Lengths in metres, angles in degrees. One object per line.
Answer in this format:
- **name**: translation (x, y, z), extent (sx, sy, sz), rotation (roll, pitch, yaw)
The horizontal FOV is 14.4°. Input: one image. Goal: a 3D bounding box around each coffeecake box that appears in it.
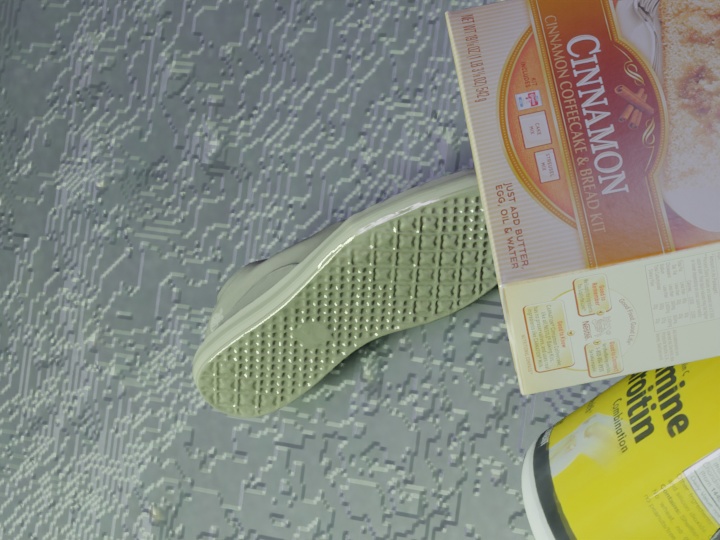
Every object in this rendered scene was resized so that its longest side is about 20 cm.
- **coffeecake box**: translation (0.146, -0.048, 1.140), extent (0.199, 0.073, 0.154), rotation (-12, 49, 3)

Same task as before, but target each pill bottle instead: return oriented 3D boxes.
- **pill bottle**: translation (0.174, 0.070, 1.198), extent (0.200, 0.112, 0.112), rotation (-36, 67, 25)

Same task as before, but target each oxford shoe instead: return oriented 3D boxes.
- **oxford shoe**: translation (0.000, 0.000, 1.353), extent (0.200, 0.075, 0.058), rotation (-32, 33, 25)

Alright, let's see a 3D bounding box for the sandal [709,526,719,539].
- **sandal**: translation (0.218, 0.151, 1.103), extent (0.200, 0.043, 0.076), rotation (31, 110, 25)
